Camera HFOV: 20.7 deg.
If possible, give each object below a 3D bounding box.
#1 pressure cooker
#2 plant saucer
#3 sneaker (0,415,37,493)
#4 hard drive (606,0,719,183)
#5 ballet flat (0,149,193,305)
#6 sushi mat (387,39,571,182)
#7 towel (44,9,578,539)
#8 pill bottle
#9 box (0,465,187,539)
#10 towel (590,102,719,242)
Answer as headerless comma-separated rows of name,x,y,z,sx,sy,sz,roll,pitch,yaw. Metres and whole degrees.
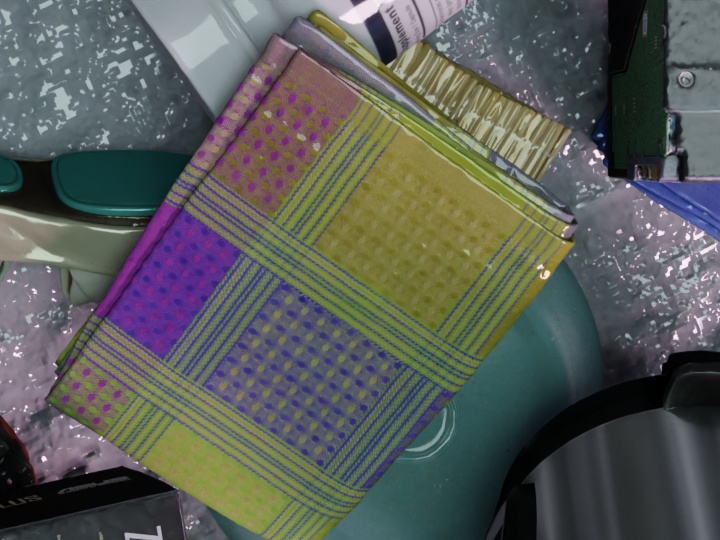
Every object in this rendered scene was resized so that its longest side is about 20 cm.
pressure cooker,0.140,0.145,0.833,0.175,0.201,0.178,-36,119,24
plant saucer,0.021,0.063,0.887,0.198,0.036,0.202,-2,101,-11
sneaker,-0.199,0.064,0.822,0.071,0.097,0.201,-46,133,-25
hard drive,0.128,-0.137,0.803,0.037,0.140,0.203,1,93,-2
ballet flat,-0.136,-0.018,0.828,0.198,0.069,0.070,6,100,-10
sushi mat,0.000,0.000,0.845,0.095,0.012,0.201,32,87,-6
towel,-0.021,0.012,0.790,0.143,0.023,0.201,33,112,-9
pill bottle,0.002,-0.146,0.802,0.199,0.111,0.112,-36,106,-3
box,-0.139,0.193,0.757,0.162,0.086,0.202,-12,95,-21
towel,0.211,-0.102,0.902,0.144,0.024,0.201,31,93,-17
